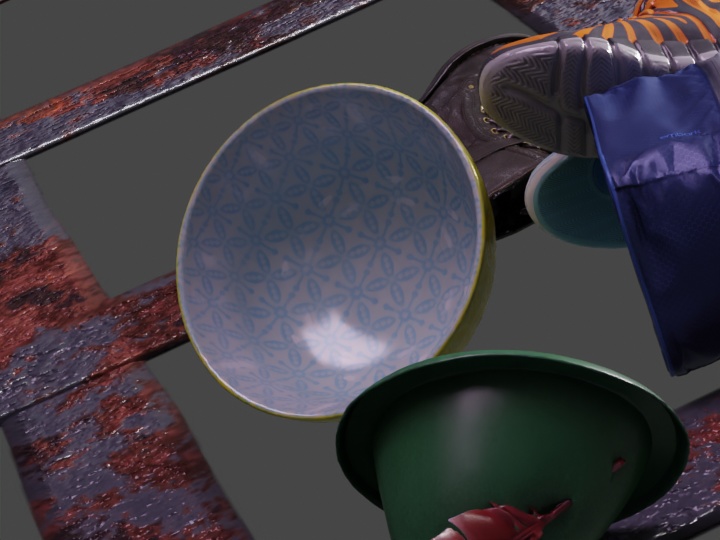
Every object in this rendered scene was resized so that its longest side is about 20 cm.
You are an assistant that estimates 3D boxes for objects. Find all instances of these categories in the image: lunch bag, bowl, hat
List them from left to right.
[{"bbox_3d":[0.000,0.000,1.585,0.199,0.202,0.108,-12,-18,20],"label":"bowl"},{"bbox_3d":[0.061,0.151,1.243,0.166,0.199,0.177,126,152,-48],"label":"hat"},{"bbox_3d":[0.209,-0.043,1.491,0.131,0.137,0.200,-18,22,7],"label":"lunch bag"}]

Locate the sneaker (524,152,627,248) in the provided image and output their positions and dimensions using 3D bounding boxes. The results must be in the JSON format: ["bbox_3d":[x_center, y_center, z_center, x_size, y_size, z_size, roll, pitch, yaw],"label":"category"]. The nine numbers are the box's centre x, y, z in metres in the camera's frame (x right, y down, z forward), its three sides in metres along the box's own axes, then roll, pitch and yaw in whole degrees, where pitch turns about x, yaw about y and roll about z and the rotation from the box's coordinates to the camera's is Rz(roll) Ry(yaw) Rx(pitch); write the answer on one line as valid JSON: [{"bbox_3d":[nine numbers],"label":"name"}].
[{"bbox_3d":[0.177,-0.079,1.679,0.199,0.080,0.131,-17,23,-16],"label":"sneaker"}]

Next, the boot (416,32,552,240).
[{"bbox_3d":[0.092,-0.080,1.786,0.199,0.070,0.174,-35,31,-21],"label":"boot"}]

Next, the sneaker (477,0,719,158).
[{"bbox_3d":[0.160,-0.129,1.609,0.198,0.078,0.112,0,35,-11],"label":"sneaker"}]
